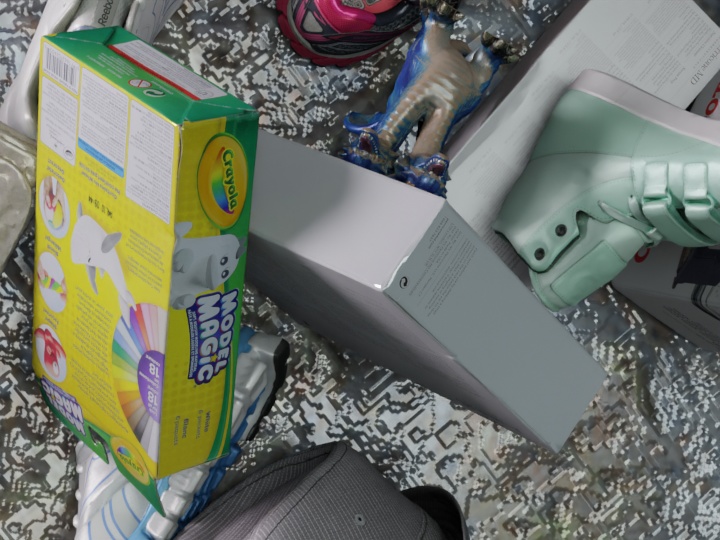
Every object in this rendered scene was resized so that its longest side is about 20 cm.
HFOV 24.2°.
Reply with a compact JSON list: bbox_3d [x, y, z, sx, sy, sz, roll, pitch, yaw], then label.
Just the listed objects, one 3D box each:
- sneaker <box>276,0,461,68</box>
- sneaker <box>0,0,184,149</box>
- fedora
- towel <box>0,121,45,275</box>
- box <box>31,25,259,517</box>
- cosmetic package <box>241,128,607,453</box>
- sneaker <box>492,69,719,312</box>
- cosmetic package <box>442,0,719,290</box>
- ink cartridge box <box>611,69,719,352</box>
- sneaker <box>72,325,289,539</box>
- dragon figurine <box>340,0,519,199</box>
[{"bbox_3d":[0.051,-0.174,0.891,0.200,0.075,0.081,-38,98,-13],"label":"sneaker"},{"bbox_3d":[-0.121,-0.137,0.840,0.074,0.087,0.201,19,83,-12],"label":"sneaker"},{"bbox_3d":[-0.040,0.156,0.803,0.090,0.177,0.200,50,62,-15],"label":"fedora"},{"bbox_3d":[-0.246,-0.004,0.803,0.132,0.034,0.200,32,104,-10],"label":"towel"},{"bbox_3d":[-0.103,0.003,0.767,0.048,0.117,0.201,-13,124,-38],"label":"box"},{"bbox_3d":[0.000,0.000,0.785,0.052,0.200,0.151,-54,133,-11],"label":"cosmetic package"},{"bbox_3d":[0.148,-0.015,0.813,0.074,0.200,0.118,35,88,-40],"label":"sneaker"},{"bbox_3d":[0.109,-0.075,0.916,0.083,0.051,0.200,43,79,-8],"label":"cosmetic package"},{"bbox_3d":[0.240,-0.027,0.865,0.084,0.200,0.145,30,82,-26],"label":"ink cartridge box"},{"bbox_3d":[-0.119,0.105,0.853,0.086,0.075,0.201,29,83,12],"label":"sneaker"},{"bbox_3d":[0.029,-0.080,0.835,0.059,0.200,0.100,33,96,-5],"label":"dragon figurine"}]
